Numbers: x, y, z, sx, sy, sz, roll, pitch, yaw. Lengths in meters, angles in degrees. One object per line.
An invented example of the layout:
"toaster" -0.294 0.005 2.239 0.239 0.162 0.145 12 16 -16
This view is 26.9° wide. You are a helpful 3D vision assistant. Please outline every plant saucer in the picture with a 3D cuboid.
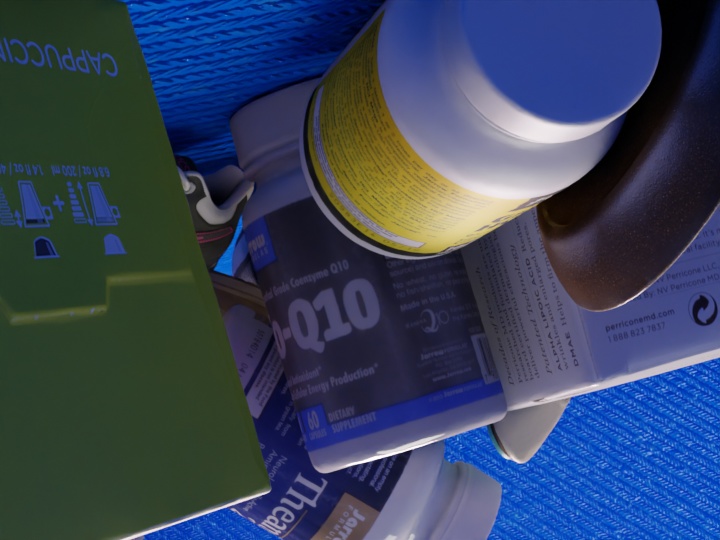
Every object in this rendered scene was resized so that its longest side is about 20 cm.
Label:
"plant saucer" 0.128 -0.080 0.669 0.032 0.201 0.200 24 164 -11

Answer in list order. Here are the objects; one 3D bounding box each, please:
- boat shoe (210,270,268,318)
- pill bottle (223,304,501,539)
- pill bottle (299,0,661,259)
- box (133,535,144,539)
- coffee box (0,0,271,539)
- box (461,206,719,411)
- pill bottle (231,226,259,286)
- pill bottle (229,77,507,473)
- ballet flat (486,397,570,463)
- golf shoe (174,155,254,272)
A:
"boat shoe" -0.120 0.033 0.986 0.199 0.069 0.074 20 165 -3
"pill bottle" -0.019 0.116 0.916 0.111 0.200 0.111 -58 -174 9
"pill bottle" 0.049 -0.077 0.664 0.112 0.113 0.200 -14 174 -19
"box" -0.227 0.113 0.879 0.199 0.122 0.048 1 -172 -16
"coffee box" -0.183 0.021 0.524 0.197 0.201 0.199 -20 173 27
"box" 0.164 -0.043 0.864 0.198 0.201 0.131 -13 173 -19
"pill bottle" -0.026 -0.016 1.040 0.110 0.111 0.200 -15 174 -12
"pill bottle" 0.000 0.000 0.826 0.113 0.201 0.114 -17 174 -2
"ballet flat" 0.114 0.031 0.946 0.069 0.200 0.070 3 133 3
"golf shoe" -0.138 -0.039 0.820 0.088 0.077 0.200 -50 155 14
